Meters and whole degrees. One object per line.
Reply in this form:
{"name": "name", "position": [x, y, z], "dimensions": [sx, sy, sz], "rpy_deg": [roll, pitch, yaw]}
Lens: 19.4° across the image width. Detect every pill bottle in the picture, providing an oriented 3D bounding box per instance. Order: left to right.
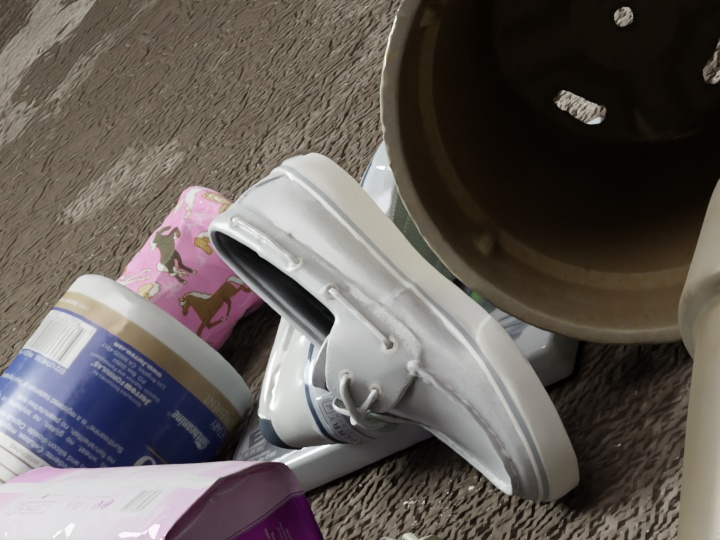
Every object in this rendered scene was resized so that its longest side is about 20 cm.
{"name": "pill bottle", "position": [-0.152, 0.111, 1.033], "dimensions": [0.200, 0.111, 0.111], "rpy_deg": [-54, 25, -14]}

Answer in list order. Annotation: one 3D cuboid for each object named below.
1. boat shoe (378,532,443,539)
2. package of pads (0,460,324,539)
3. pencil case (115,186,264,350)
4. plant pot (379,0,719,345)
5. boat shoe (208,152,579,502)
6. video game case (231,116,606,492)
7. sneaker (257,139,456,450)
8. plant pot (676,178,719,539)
{"name": "boat shoe", "position": [0.013, 0.126, 0.723], "dimensions": [0.199, 0.064, 0.071], "rpy_deg": [-13, 4, 6]}
{"name": "package of pads", "position": [-0.085, 0.141, 0.858], "dimensions": [0.076, 0.121, 0.200], "rpy_deg": [-29, 11, -35]}
{"name": "pencil case", "position": [-0.124, 0.044, 1.159], "dimensions": [0.200, 0.083, 0.086], "rpy_deg": [-50, 35, -19]}
{"name": "plant pot", "position": [0.115, -0.093, 0.911], "dimensions": [0.200, 0.201, 0.184], "rpy_deg": [-35, 12, 15]}
{"name": "boat shoe", "position": [0.009, 0.030, 0.871], "dimensions": [0.068, 0.072, 0.200], "rpy_deg": [-32, 64, -18]}
{"name": "video game case", "position": [0.031, 0.021, 1.025], "dimensions": [0.200, 0.023, 0.182], "rpy_deg": [-27, 26, 32]}
{"name": "sneaker", "position": [0.000, 0.000, 0.987], "dimensions": [0.071, 0.073, 0.200], "rpy_deg": [-14, 35, 35]}
{"name": "plant pot", "position": [0.157, 0.085, 0.524], "dimensions": [0.200, 0.200, 0.174], "rpy_deg": [-5, 58, 55]}
